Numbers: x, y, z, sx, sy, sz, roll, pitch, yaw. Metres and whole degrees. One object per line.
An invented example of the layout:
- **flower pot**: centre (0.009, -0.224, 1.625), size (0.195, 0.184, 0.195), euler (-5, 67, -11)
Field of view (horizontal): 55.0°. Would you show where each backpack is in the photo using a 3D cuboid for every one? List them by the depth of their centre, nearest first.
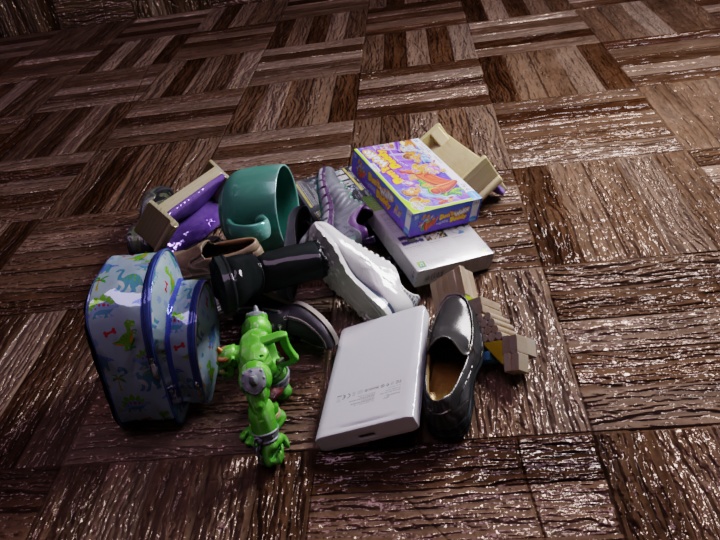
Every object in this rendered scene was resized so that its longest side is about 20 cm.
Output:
- **backpack**: centre (-0.264, 0.078, 0.910), size (0.144, 0.203, 0.184), euler (-8, 33, 2)

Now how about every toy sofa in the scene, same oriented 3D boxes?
- **toy sofa**: centre (-0.299, -0.106, 1.238), size (0.097, 0.083, 0.200), euler (42, 38, -3)
- **toy sofa**: centre (0.180, -0.186, 1.294), size (0.083, 0.098, 0.200), euler (-41, 37, 3)

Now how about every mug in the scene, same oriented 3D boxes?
- **mug**: centre (-0.179, -0.103, 1.171), size (0.112, 0.185, 0.155), euler (-4, 79, 10)

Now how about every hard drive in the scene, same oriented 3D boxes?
- **hard drive**: centre (0.020, 0.132, 0.884), size (0.130, 0.026, 0.201), euler (-18, 30, 21)

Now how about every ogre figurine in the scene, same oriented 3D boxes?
- **ogre figurine**: centre (-0.123, 0.130, 0.871), size (0.096, 0.122, 0.201), euler (1, 35, 15)

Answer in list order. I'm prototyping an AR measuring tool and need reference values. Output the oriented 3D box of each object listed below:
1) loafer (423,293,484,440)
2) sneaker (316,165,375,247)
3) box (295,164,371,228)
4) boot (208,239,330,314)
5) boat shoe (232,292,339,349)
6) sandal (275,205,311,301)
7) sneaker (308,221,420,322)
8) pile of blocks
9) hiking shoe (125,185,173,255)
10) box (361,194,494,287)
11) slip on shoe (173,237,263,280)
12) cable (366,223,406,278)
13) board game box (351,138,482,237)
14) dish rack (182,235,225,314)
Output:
- **loafer**: centre (0.114, 0.103, 0.856), size (0.071, 0.073, 0.202), euler (-6, 48, 15)
- **sneaker**: centre (-0.022, -0.101, 1.140), size (0.086, 0.075, 0.202), euler (-13, 49, 6)
- **box**: centre (-0.027, -0.128, 1.283), size (0.159, 0.050, 0.200), euler (-17, 35, -14)
- **boot**: centre (-0.120, 0.002, 0.945), size (0.160, 0.075, 0.198), euler (-10, 6, -15)
- **boat shoe**: centre (-0.111, 0.081, 0.991), size (0.198, 0.073, 0.063), euler (19, 51, 43)
- **sandal**: centre (-0.100, -0.027, 1.140), size (0.042, 0.077, 0.202), euler (-4, 45, 11)
- **sneaker**: centre (0.000, 0.000, 1.029), size (0.080, 0.077, 0.200), euler (-33, 74, -30)
- **pile of blocks**: centre (0.168, 0.079, 0.942), size (0.062, 0.083, 0.201), euler (20, 25, -40)
- **hiking shoe**: centre (-0.367, -0.086, 1.302), size (0.099, 0.077, 0.202), euler (4, 42, 0)
- **box**: centre (0.103, -0.062, 1.117), size (0.142, 0.037, 0.201), euler (-12, 46, -23)
- **slip on shoe**: centre (-0.243, -0.019, 1.076), size (0.196, 0.061, 0.077), euler (2, 38, 14)
- **cable**: centre (0.027, -0.037, 1.136), size (0.197, 0.052, 0.164), euler (-16, 34, -11)
- **board game box**: centre (0.089, -0.142, 1.146), size (0.133, 0.045, 0.201), euler (-14, 44, -25)
- **dish rack**: centre (-0.248, 0.019, 1.124), size (0.152, 0.055, 0.199), euler (-31, 42, -26)
